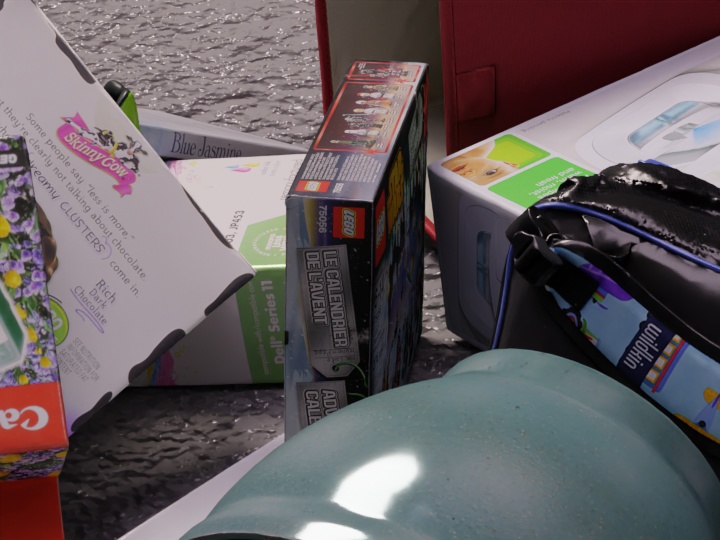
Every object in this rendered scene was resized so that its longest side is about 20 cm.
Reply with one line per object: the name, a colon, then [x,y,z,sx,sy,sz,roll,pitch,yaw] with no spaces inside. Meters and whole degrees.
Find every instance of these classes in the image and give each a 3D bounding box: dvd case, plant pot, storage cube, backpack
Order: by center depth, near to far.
plant pot: [0.046,0.113,0.900,0.200,0.201,0.134,13,49,33]
backpack: [0.147,0.067,1.009,0.199,0.183,0.134,21,22,21]
storage cube: [0.088,-0.137,1.360,0.179,0.201,0.171,-13,28,-19]
dvd case: [-0.137,-0.079,1.390,0.142,0.018,0.200,16,6,33]

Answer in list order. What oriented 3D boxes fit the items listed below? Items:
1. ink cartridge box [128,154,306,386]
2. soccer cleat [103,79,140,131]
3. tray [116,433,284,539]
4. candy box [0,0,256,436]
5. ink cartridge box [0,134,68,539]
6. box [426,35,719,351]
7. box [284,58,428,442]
ink cartridge box: [-0.105,0.000,1.301,0.199,0.068,0.117,-3,30,12]
soccer cleat: [-0.196,-0.050,1.224,0.199,0.081,0.068,-6,22,-22]
tray: [-0.054,0.130,1.106,0.200,0.022,0.107,-31,35,-33]
candy box: [-0.176,0.003,1.156,0.200,0.168,0.072,-40,5,-15]
ink cartridge box: [-0.176,0.050,1.068,0.108,0.050,0.201,-6,73,-14]
box: [0.164,-0.016,1.226,0.199,0.097,0.176,-24,30,-26]
box: [0.000,0.000,1.166,0.040,0.138,0.200,3,21,7]
